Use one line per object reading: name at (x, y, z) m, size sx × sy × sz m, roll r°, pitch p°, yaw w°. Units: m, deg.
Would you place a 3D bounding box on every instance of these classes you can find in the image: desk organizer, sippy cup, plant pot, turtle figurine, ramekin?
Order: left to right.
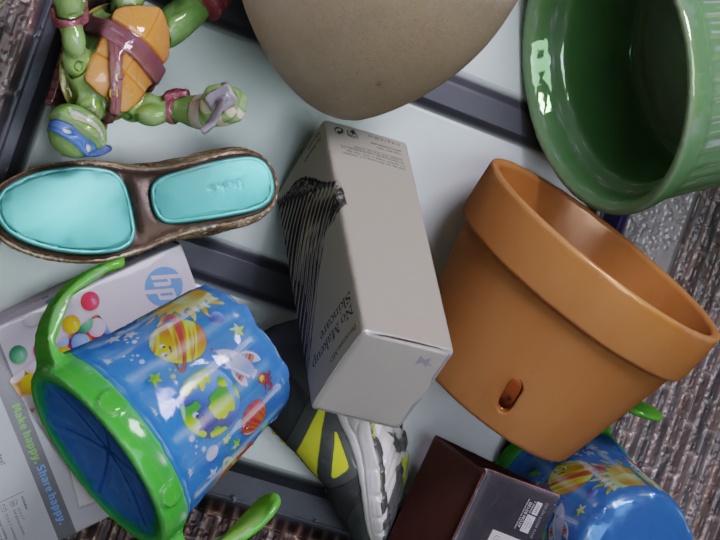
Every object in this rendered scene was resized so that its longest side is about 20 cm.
turtle figurine at (-0.123, -0.164, 1.391) m, size 0.143 × 0.200 × 0.195 m, roll 23°, pitch 65°, yaw 6°
sippy cup at (-0.121, 0.083, 1.417) m, size 0.130 × 0.139 × 0.179 m, roll -38°, pitch 137°, yaw -24°
plant pot at (0.032, -0.208, 1.420) m, size 0.200 × 0.134 × 0.202 m, roll 14°, pitch 71°, yaw -49°
desk organizer at (0.055, 0.228, 1.579) m, size 0.071 × 0.077 × 0.201 m, roll 22°, pitch 96°, yaw -32°
plant pot at (0.131, 0.038, 1.537) m, size 0.199 × 0.200 × 0.140 m, roll 31°, pitch 103°, yaw -25°
sippy cup at (0.171, 0.190, 1.605) m, size 0.139 × 0.130 × 0.179 m, roll -21°, pitch 107°, yaw -19°
ramekin at (0.206, -0.144, 1.525) m, size 0.097 × 0.200 × 0.202 m, roll -9°, pitch 103°, yaw -29°

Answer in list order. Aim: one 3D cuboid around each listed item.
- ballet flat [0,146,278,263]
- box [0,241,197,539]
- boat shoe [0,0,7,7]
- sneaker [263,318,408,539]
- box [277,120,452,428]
ballet flat at (-0.153, -0.040, 1.458) m, size 0.198 × 0.065 × 0.071 m, roll -5°, pitch 84°, yaw -21°
box at (-0.188, 0.089, 1.483) m, size 0.199 × 0.041 × 0.157 m, roll -25°, pitch 109°, yaw -18°
boat shoe at (-0.236, -0.211, 1.393) m, size 0.200 × 0.063 × 0.073 m, roll -47°, pitch 114°, yaw -8°
sneaker at (-0.021, 0.109, 1.549) m, size 0.084 × 0.075 × 0.201 m, roll 0°, pitch 123°, yaw 19°
box at (0.000, 0.000, 1.456) m, size 0.068 × 0.201 × 0.082 m, roll 15°, pitch 129°, yaw -24°
